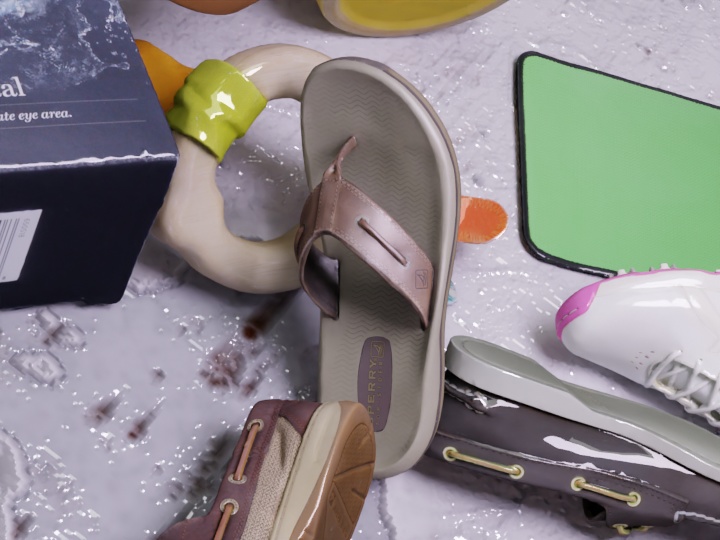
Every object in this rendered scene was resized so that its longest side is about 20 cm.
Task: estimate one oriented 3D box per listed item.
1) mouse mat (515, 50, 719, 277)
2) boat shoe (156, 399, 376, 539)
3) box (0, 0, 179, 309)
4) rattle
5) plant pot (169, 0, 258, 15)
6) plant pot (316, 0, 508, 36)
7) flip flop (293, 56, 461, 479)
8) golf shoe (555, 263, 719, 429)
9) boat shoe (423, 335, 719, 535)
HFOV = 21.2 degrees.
[{"bbox_3d":[0.183,-0.048,1.131,0.199,0.008,0.161,14,50,-14],"label":"mouse mat"},{"bbox_3d":[-0.058,0.138,0.841,0.072,0.072,0.201,10,56,21],"label":"boat shoe"},{"bbox_3d":[-0.216,-0.087,0.896,0.196,0.118,0.201,-7,57,-29],"label":"box"},{"bbox_3d":[-0.041,-0.049,1.009,0.199,0.143,0.131,7,83,-40],"label":"rattle"},{"bbox_3d":[-0.061,-0.220,0.939,0.200,0.140,0.200,35,31,-25],"label":"plant pot"},{"bbox_3d":[0.022,-0.246,1.093,0.200,0.201,0.190,-3,71,-28],"label":"plant pot"},{"bbox_3d":[0.000,0.000,0.904,0.081,0.201,0.058,3,5,28],"label":"flip flop"},{"bbox_3d":[0.199,0.054,1.017,0.199,0.075,0.092,10,54,-17],"label":"golf shoe"},{"bbox_3d":[0.122,0.095,0.958,0.200,0.061,0.072,23,10,-13],"label":"boat shoe"}]
